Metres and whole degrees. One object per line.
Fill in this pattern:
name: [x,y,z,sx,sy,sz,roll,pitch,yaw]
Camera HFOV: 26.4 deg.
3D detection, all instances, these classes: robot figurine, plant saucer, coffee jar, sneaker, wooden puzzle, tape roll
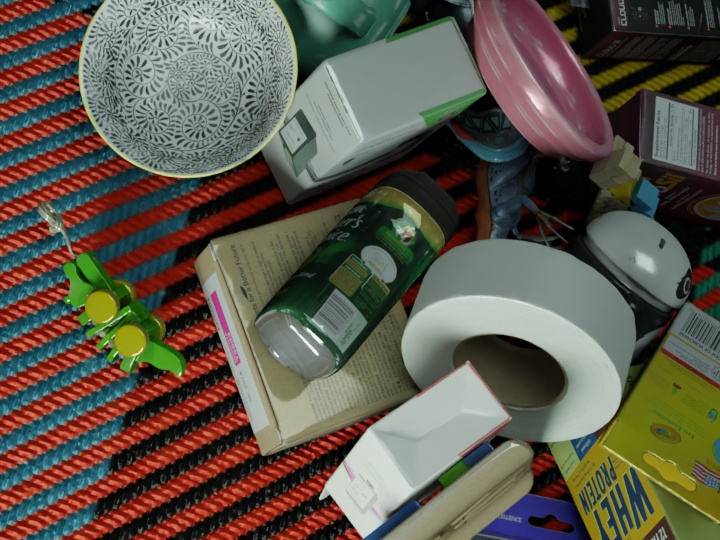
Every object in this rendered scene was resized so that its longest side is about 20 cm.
robot figurine: [0.231,0.037,1.488,0.125,0.200,0.150,24,22,-45]
plant saucer: [0.164,-0.183,1.445,0.201,0.051,0.201,44,27,-30]
coffee jar: [0.000,0.000,1.367,0.085,0.104,0.200,45,63,-6]
sneaker: [0.088,-0.194,1.525,0.200,0.096,0.079,33,68,20]
wooden puzzle: [0.069,0.212,1.338,0.185,0.200,0.046,-38,73,-3]
sneaker: [0.063,-0.308,1.587,0.079,0.078,0.200,-7,65,-28]
tape roll: [0.140,0.065,1.364,0.202,0.202,0.071,30,51,-10]

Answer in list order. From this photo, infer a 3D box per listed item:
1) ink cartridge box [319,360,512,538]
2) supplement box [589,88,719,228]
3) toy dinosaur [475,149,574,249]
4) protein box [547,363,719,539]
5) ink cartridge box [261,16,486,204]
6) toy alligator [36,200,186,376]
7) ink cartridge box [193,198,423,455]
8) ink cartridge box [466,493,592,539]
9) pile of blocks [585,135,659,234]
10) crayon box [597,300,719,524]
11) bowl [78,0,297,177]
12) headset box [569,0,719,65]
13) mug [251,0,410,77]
ink cartridge box: [0.043,0.168,1.356,0.116,0.200,0.068,-32,77,-26]
supplement box: [0.355,-0.112,1.618,0.200,0.110,0.086,12,69,-17]
toy dinosaur: [0.143,-0.060,1.562,0.200,0.105,0.182,31,72,28]
protein box: [0.323,0.197,1.467,0.200,0.135,0.199,-9,58,-23]
ink cartridge box: [0.005,-0.148,1.446,0.146,0.200,0.084,-24,86,-25]
toy alligator: [-0.238,0.029,1.380,0.054,0.059,0.200,-41,91,14]
ink cartridge box: [-0.044,0.052,1.433,0.165,0.075,0.200,-16,81,-23]
ink cartridge box: [0.183,0.311,1.458,0.198,0.043,0.200,13,68,-17]
pile of blocks: [0.271,-0.071,1.536,0.082,0.200,0.062,19,65,13]
crayon box: [0.300,0.135,1.385,0.127,0.051,0.200,34,51,9]
bowl: [-0.156,-0.178,1.437,0.200,0.094,0.201,0,83,0]
headset box: [0.318,-0.310,1.685,0.200,0.077,0.149,-1,74,-21]
mug: [-0.025,-0.250,1.484,0.114,0.152,0.185,34,40,-10]
